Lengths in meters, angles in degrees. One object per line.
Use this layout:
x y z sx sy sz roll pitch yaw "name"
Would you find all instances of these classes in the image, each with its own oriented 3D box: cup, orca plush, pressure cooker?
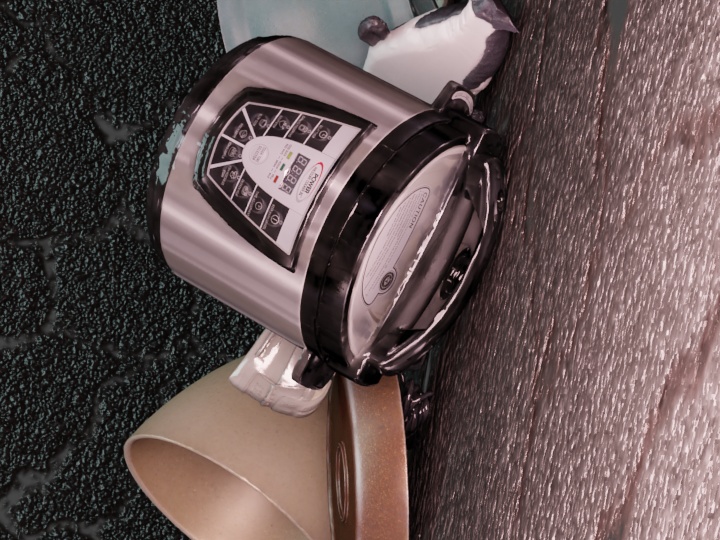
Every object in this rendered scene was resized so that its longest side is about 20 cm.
-0.061 0.139 1.848 0.143 0.200 0.200 -53 -6 -24 "cup"
0.060 -0.166 1.615 0.071 0.105 0.200 -56 -4 -27 "orca plush"
-0.009 -0.037 1.484 0.178 0.199 0.177 -38 -32 -40 "pressure cooker"

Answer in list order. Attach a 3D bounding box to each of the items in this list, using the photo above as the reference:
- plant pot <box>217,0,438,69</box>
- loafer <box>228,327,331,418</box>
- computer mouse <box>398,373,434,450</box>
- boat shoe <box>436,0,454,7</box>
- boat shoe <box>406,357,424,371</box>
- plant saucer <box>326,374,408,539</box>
-0.004 -0.157 1.782 0.200 0.134 0.201 -20 -90 -76 "plant pot"
-0.030 0.000 1.609 0.070 0.069 0.201 125 166 -65 "loafer"
0.042 0.026 1.620 0.141 0.046 0.201 110 162 -69 "computer mouse"
0.064 -0.293 1.959 0.060 0.072 0.203 -26 -54 -43 "boat shoe"
0.046 -0.024 1.701 0.063 0.072 0.201 22 97 41 "boat shoe"
0.002 0.141 1.595 0.200 0.034 0.202 177 90 -83 "plant saucer"
